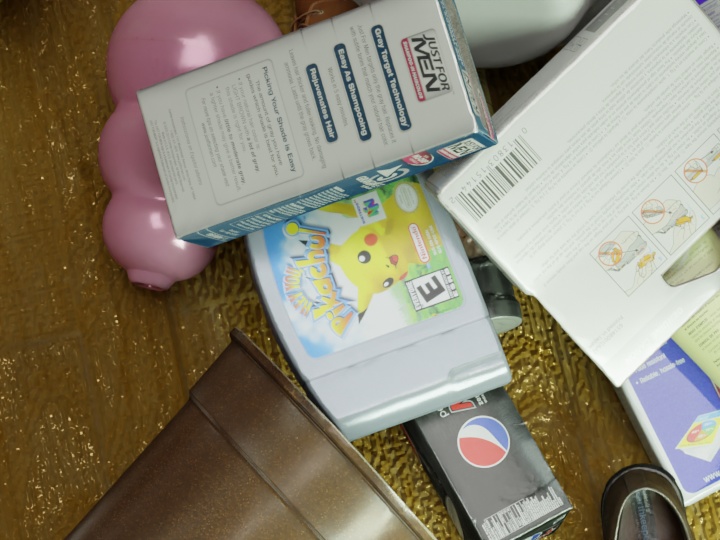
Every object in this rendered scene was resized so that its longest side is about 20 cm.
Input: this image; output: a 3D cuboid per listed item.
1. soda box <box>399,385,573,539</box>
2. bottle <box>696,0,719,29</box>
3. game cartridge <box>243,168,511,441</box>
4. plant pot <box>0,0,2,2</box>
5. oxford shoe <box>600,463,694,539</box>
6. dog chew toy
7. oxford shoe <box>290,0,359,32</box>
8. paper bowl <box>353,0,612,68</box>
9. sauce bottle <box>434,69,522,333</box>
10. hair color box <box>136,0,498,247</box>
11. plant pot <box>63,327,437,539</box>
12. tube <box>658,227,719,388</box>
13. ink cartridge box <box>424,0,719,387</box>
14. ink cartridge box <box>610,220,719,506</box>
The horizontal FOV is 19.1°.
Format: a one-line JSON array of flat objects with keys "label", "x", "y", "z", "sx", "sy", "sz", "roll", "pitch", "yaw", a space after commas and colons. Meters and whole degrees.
[{"label": "soda box", "x": 0.059, "y": 0.089, "z": 1.387, "sx": 0.063, "sy": 0.071, "sz": 0.200, "roll": -26, "pitch": 75, "yaw": -10}, {"label": "bottle", "x": 0.240, "y": -0.186, "z": 1.451, "sx": 0.200, "sy": 0.083, "sz": 0.065, "roll": -32, "pitch": 104, "yaw": -36}, {"label": "game cartridge", "x": 0.000, "y": 0.000, "z": 1.354, "sx": 0.133, "sy": 0.040, "sz": 0.201, "roll": -21, "pitch": 77, "yaw": -3}, {"label": "plant pot", "x": -0.295, "y": -0.242, "z": 1.448, "sx": 0.199, "sy": 0.142, "sz": 0.201, "roll": 0, "pitch": 72, "yaw": -1}, {"label": "oxford shoe", "x": 0.188, "y": 0.224, "z": 1.332, "sx": 0.072, "sy": 0.084, "sz": 0.201, "roll": -16, "pitch": 88, "yaw": 6}, {"label": "dog chew toy", "x": -0.119, "y": -0.086, "z": 1.418, "sx": 0.124, "sy": 0.125, "sz": 0.201, "roll": 12, "pitch": 80, "yaw": 3}, {"label": "oxford shoe", "x": -0.020, "y": -0.163, "z": 1.448, "sx": 0.071, "sy": 0.071, "sz": 0.200, "roll": 6, "pitch": 53, "yaw": -40}, {"label": "paper bowl", "x": 0.074, "y": -0.205, "z": 1.352, "sx": 0.200, "sy": 0.201, "sz": 0.105, "roll": 9, "pitch": 60, "yaw": 2}, {"label": "sauce bottle", "x": 0.068, "y": -0.055, "z": 1.437, "sx": 0.066, "sy": 0.066, "sz": 0.201, "roll": -8, "pitch": 73, "yaw": -4}, {"label": "hair color box", "x": -0.027, "y": -0.093, "z": 1.305, "sx": 0.199, "sy": 0.061, "sz": 0.100, "roll": -19, "pitch": 80, "yaw": 14}, {"label": "plant pot", "x": -0.081, "y": 0.173, "z": 1.304, "sx": 0.198, "sy": 0.200, "sz": 0.200, "roll": -42, "pitch": 78, "yaw": -5}, {"label": "tube", "x": 0.243, "y": 0.047, "z": 1.364, "sx": 0.200, "sy": 0.052, "sz": 0.058, "roll": 50, "pitch": 46, "yaw": 4}, {"label": "ink cartridge box", "x": 0.170, "y": -0.058, "z": 1.344, "sx": 0.200, "sy": 0.045, "sz": 0.176, "roll": -43, "pitch": 105, "yaw": 0}, {"label": "ink cartridge box", "x": 0.250, "y": 0.025, "z": 1.410, "sx": 0.197, "sy": 0.047, "sz": 0.200, "roll": -25, "pitch": 84, "yaw": -7}]
